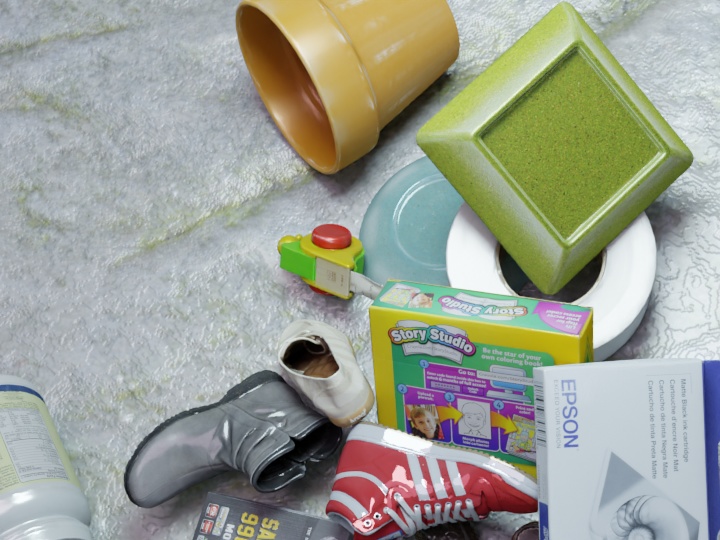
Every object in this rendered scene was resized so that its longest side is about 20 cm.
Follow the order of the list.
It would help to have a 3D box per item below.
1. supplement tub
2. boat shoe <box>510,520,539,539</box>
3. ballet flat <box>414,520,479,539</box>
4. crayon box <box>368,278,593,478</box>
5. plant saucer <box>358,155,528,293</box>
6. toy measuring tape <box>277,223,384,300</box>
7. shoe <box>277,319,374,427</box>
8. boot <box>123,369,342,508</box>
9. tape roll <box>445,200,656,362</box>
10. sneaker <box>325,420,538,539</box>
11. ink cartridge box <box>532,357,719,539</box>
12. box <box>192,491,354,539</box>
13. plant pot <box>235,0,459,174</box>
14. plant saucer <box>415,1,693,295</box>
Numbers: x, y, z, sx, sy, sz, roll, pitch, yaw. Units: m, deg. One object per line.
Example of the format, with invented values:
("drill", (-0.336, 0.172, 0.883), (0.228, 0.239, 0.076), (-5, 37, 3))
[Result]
("supplement tub", (-0.355, 0.221, 1.501), (0.145, 0.145, 0.200), (-32, 60, 1))
("boat shoe", (0.197, 0.296, 1.321), (0.072, 0.072, 0.200), (-35, 60, 0))
("ballet flat", (0.094, 0.280, 1.385), (0.067, 0.046, 0.201), (-27, 65, -5))
("crayon box", (0.113, 0.106, 1.385), (0.199, 0.173, 0.058), (8, 30, 21))
("plant saucer", (0.088, -0.044, 1.540), (0.200, 0.039, 0.202), (-7, 64, 15))
("toy measuring tape", (0.000, 0.000, 1.527), (0.199, 0.074, 0.074), (21, 73, 31))
("shoe", (-0.041, 0.085, 1.465), (0.070, 0.053, 0.200), (-41, 27, -3))
("boot", (-0.125, 0.178, 1.446), (0.200, 0.070, 0.132), (-37, 35, -13))
("tape roll", (0.182, -0.003, 1.447), (0.201, 0.071, 0.204), (-2, 73, 5))
("sneaker", (0.064, 0.214, 1.354), (0.199, 0.071, 0.113), (13, 63, 24))
("ink cartridge box", (0.250, 0.176, 1.291), (0.199, 0.041, 0.201), (-3, 90, -10))
("box", (-0.099, 0.324, 1.421), (0.158, 0.048, 0.201), (10, 69, 23))
("plant pot", (-0.003, -0.232, 1.587), (0.183, 0.201, 0.200), (-30, 58, -16))
("plant saucer", (0.187, -0.113, 1.380), (0.200, 0.048, 0.200), (-42, 97, -8))
